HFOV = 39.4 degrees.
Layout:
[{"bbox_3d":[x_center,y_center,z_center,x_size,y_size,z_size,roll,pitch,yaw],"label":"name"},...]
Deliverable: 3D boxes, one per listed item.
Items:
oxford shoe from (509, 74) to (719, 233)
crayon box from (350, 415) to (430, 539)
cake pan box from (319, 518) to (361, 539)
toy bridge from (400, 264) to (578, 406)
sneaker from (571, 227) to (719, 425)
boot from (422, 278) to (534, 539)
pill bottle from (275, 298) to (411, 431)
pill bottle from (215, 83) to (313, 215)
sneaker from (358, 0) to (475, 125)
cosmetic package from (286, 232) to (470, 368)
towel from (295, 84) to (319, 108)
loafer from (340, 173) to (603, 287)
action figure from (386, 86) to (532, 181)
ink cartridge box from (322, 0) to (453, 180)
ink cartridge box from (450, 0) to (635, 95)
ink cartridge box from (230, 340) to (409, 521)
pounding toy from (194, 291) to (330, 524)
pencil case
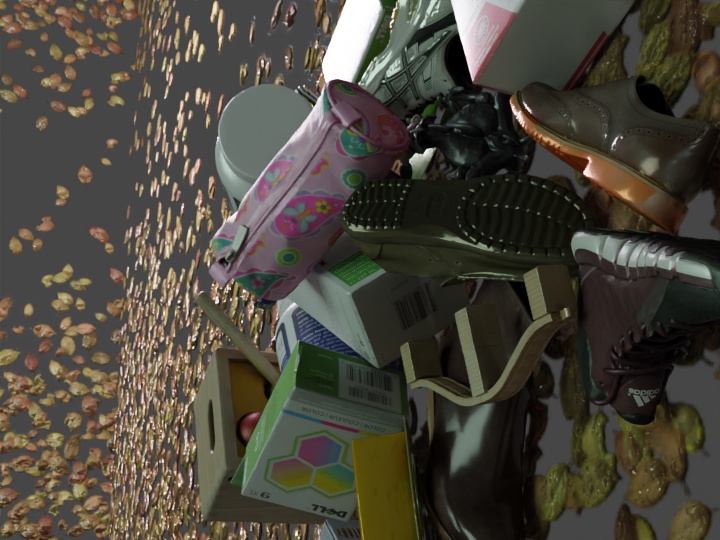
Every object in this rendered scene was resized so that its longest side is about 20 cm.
[{"bbox_3d":[0.167,-0.095,0.668,0.073,0.071,0.200,-56,33,12],"label":"oxford shoe"},{"bbox_3d":[0.030,0.214,0.806,0.200,0.051,0.127,79,-176,-57],"label":"crayon box"},{"bbox_3d":[-0.007,0.371,0.972,0.200,0.052,0.185,-136,54,-64],"label":"cake pan box"},{"bbox_3d":[0.087,0.057,0.701,0.200,0.027,0.068,-37,59,59],"label":"toy bridge"},{"bbox_3d":[0.181,0.039,0.579,0.200,0.075,0.116,-147,60,-78],"label":"sneaker"},{"bbox_3d":[0.099,0.104,0.749,0.200,0.072,0.167,-104,27,-51],"label":"boot"},{"bbox_3d":[-0.025,0.091,1.014,0.200,0.115,0.116,-107,32,-47],"label":"pill bottle"},{"bbox_3d":[-0.086,-0.105,1.022,0.200,0.115,0.116,96,176,-77],"label":"pill bottle"},{"bbox_3d":[0.057,-0.172,0.900,0.088,0.076,0.200,40,138,15],"label":"sneaker"},{"bbox_3d":[0.000,0.000,0.926,0.200,0.107,0.085,31,147,56],"label":"cosmetic package"},{"bbox_3d":[-0.012,-0.102,1.060,0.200,0.023,0.144,55,169,50],"label":"towel"},{"bbox_3d":[0.084,-0.027,0.748,0.076,0.199,0.068,-64,-31,-27],"label":"loafer"},{"bbox_3d":[0.075,-0.100,0.844,0.199,0.102,0.119,9,78,40],"label":"action figure"},{"bbox_3d":[0.030,-0.199,1.018,0.201,0.075,0.148,-101,28,-42],"label":"ink cartridge box"},{"bbox_3d":[0.131,-0.252,0.765,0.146,0.084,0.201,121,150,-47],"label":"ink cartridge box"},{"bbox_3d":[-0.042,0.163,0.895,0.059,0.103,0.200,-90,22,-52],"label":"ink cartridge box"},{"bbox_3d":[-0.100,0.150,1.095,0.201,0.183,0.142,-103,29,-41],"label":"pounding toy"},{"bbox_3d":[-0.046,-0.060,0.828,0.200,0.087,0.088,-48,37,30],"label":"pencil case"}]
